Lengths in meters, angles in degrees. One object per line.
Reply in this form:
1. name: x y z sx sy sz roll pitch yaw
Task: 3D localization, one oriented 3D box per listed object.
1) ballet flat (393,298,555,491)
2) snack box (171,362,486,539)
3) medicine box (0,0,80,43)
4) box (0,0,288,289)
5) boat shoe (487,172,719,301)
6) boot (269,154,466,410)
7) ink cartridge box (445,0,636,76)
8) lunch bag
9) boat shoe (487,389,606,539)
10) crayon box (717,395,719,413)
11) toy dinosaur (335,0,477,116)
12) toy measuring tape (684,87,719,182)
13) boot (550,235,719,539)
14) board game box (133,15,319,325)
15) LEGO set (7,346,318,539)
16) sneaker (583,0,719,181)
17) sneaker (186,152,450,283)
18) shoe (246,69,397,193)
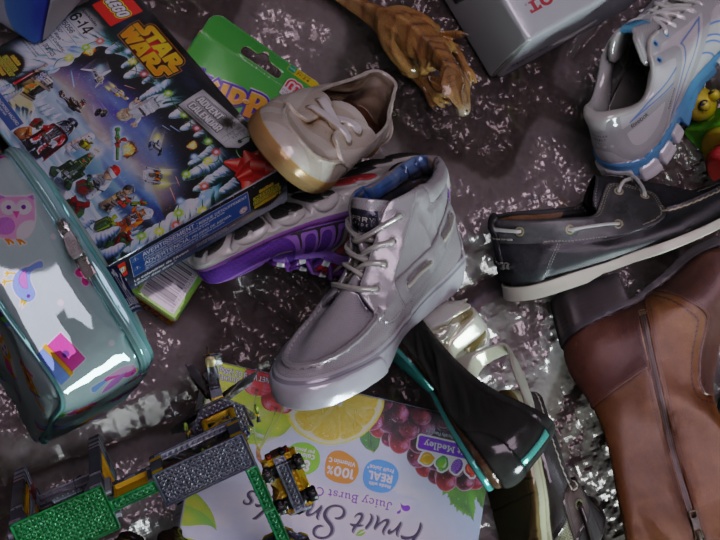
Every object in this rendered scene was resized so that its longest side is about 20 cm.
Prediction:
1. ballet flat: 0.064 0.065 1.070 0.068 0.068 0.200 -38 46 -2
2. snack box: -0.019 0.152 1.083 0.198 0.053 0.143 13 76 -11
3. medicine box: -0.248 -0.275 1.027 0.199 0.182 0.103 33 59 1
4. box: -0.157 -0.089 1.061 0.136 0.040 0.200 -31 60 -19
5. boat shoe: 0.187 -0.038 1.151 0.198 0.072 0.068 -18 95 -5
6. boot: 0.000 0.000 1.026 0.200 0.073 0.096 -45 132 -49
7. ink cartridge box: 0.115 -0.267 1.193 0.145 0.083 0.201 -30 87 -19
8. lunch bag: -0.197 0.015 0.987 0.077 0.200 0.161 -29 85 -19
9. boat shoe: 0.134 0.177 1.114 0.065 0.072 0.203 -10 86 -22
10. crayon box: 0.346 0.157 1.181 0.199 0.052 0.127 23 73 -10
11. toy dinosaur: 0.027 -0.170 1.154 0.200 0.106 0.061 37 93 37
12. toy measuring tape: 0.317 -0.064 1.211 0.200 0.074 0.074 44 71 -2
13. boot: 0.245 0.084 1.127 0.187 0.069 0.201 -15 68 -7
14. board game box: -0.115 -0.072 1.120 0.095 0.030 0.201 34 74 -7
15. LEGO set: -0.122 0.157 0.996 0.199 0.116 0.154 -31 106 -2
16. sneaker: 0.220 -0.164 1.187 0.087 0.075 0.201 49 62 -46
17. sneaker: -0.020 -0.020 1.102 0.199 0.080 0.084 -15 106 -25
18. shoe: -0.019 -0.099 1.068 0.070 0.200 0.053 44 109 3
